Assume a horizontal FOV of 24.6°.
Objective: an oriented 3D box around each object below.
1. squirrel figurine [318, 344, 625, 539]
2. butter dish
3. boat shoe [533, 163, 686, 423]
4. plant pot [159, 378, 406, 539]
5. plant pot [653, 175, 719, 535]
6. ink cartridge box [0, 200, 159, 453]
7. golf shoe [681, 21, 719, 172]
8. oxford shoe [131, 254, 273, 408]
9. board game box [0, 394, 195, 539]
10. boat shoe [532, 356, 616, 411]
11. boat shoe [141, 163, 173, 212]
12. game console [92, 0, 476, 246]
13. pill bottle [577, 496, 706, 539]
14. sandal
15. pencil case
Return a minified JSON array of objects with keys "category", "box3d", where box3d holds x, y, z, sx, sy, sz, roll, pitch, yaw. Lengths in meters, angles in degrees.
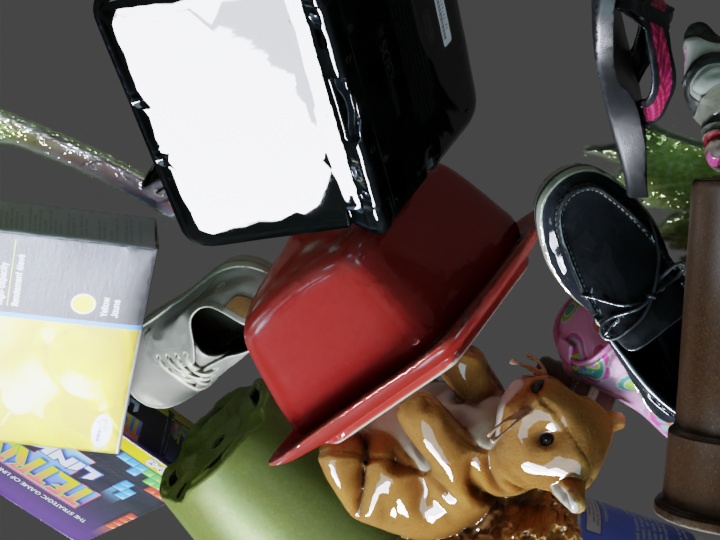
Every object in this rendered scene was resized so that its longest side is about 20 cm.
[{"category":"squirrel figurine","box3d":[0.099,0.142,1.163,0.186,0.142,0.201,-7,118,32]},{"category":"butter dish","box3d":[0.000,0.000,1.072,0.148,0.200,0.199,47,131,-5]},{"category":"boat shoe","box3d":[0.177,0.018,1.045,0.074,0.062,0.201,-34,110,-5]},{"category":"plant pot","box3d":[-0.051,0.191,1.290,0.190,0.201,0.200,44,131,-17]},{"category":"plant pot","box3d":[0.268,0.043,0.965,0.199,0.200,0.200,-2,-178,0]},{"category":"ink cartridge box","box3d":[-0.258,0.040,1.195,0.199,0.047,0.199,5,127,-14]},{"category":"golf shoe","box3d":[0.278,-0.123,0.919,0.199,0.093,0.073,-14,165,-3]},{"category":"oxford shoe","box3d":[-0.124,0.058,1.237,0.075,0.058,0.200,28,139,-21]},{"category":"board game box","box3d":[-0.249,0.133,1.353,0.165,0.057,0.200,-30,124,36]},{"category":"boat shoe","box3d":[0.122,0.133,1.262,0.075,0.075,0.203,29,132,1]},{"category":"boat shoe","box3d":[-0.093,-0.095,1.046,0.064,0.072,0.200,16,145,-12]},{"category":"game console","box3d":[-0.034,-0.124,0.958,0.116,0.176,0.201,20,147,30]},{"category":"pill bottle","box3d":[0.219,0.254,1.334,0.199,0.113,0.112,18,139,-7]},{"category":"sandal","box3d":[0.164,-0.119,0.960,0.045,0.075,0.200,-4,145,16]},{"category":"pencil case","box3d":[0.226,0.083,1.158,0.200,0.088,0.087,37,133,-26]}]
